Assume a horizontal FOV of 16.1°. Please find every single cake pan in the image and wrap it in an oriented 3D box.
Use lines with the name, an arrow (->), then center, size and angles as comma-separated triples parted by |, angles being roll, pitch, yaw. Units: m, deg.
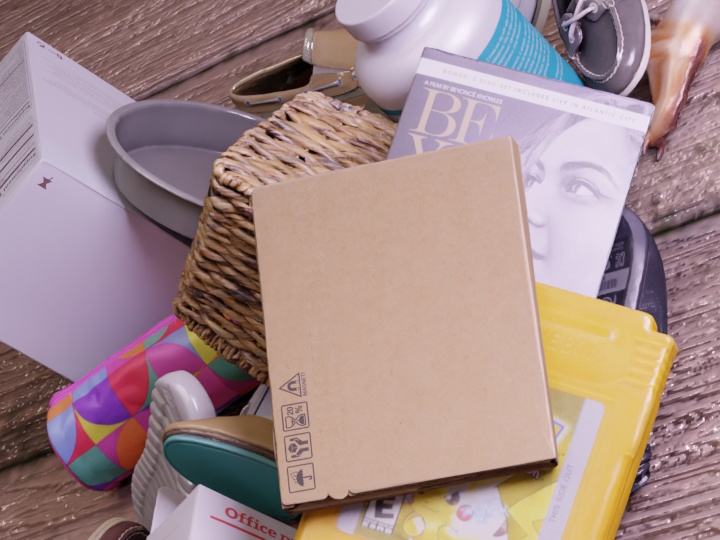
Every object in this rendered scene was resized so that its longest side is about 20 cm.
cake pan -> -0.091, -0.064, 1.833 | 0.200, 0.200, 0.037 | -119, 44, -58

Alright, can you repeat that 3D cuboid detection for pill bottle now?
pill bottle -> 0.072, -0.125, 1.671 | 0.111, 0.200, 0.111 | -31, 34, 24

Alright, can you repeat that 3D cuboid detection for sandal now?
sandal -> -0.107, 0.136, 1.664 | 0.050, 0.203, 0.083 | -21, 63, -23

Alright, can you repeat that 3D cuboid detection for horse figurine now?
horse figurine -> 0.228, -0.178, 1.689 | 0.200, 0.050, 0.133 | -46, 25, 6

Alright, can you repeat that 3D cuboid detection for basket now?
basket -> 0.000, 0.000, 1.639 | 0.143, 0.200, 0.149 | -43, -21, -43

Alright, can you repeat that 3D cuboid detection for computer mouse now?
computer mouse -> 0.139, 0.056, 1.533 | 0.138, 0.053, 0.200 | -11, 58, 42

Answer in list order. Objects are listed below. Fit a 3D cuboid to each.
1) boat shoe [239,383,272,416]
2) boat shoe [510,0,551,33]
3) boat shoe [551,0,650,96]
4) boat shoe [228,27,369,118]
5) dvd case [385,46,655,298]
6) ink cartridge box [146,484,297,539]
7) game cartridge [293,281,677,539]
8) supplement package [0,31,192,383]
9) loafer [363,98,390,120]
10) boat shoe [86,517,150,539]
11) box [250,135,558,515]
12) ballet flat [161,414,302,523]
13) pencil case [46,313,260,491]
boat shoe -> -0.034, 0.067, 1.716 | 0.202, 0.075, 0.086 | -60, 28, -4
boat shoe -> 0.087, -0.182, 1.734 | 0.075, 0.068, 0.200 | -100, 15, -51
boat shoe -> 0.148, -0.190, 1.709 | 0.067, 0.057, 0.200 | -54, 27, 35
boat shoe -> -0.016, -0.155, 1.935 | 0.200, 0.076, 0.072 | -28, 35, 29
dvd case -> 0.079, -0.028, 1.530 | 0.148, 0.016, 0.200 | 16, 73, 11
ink cartridge box -> -0.073, 0.211, 1.533 | 0.068, 0.115, 0.200 | -47, 26, 38
game cartridge -> 0.071, 0.100, 1.454 | 0.176, 0.032, 0.200 | 15, 78, 20
supplement package -> -0.212, -0.037, 1.912 | 0.147, 0.191, 0.200 | -48, 28, 19
loafer -> 0.021, -0.073, 1.810 | 0.070, 0.075, 0.200 | -27, 26, 39
boat shoe -> -0.164, 0.256, 1.657 | 0.072, 0.072, 0.200 | -5, 54, 39
box -> 0.024, 0.031, 1.466 | 0.163, 0.021, 0.200 | -11, 68, 12
ballet flat -> -0.024, 0.127, 1.562 | 0.200, 0.069, 0.063 | 22, 50, 11
pencil case -> -0.135, 0.074, 1.812 | 0.200, 0.088, 0.088 | -38, 32, 15
